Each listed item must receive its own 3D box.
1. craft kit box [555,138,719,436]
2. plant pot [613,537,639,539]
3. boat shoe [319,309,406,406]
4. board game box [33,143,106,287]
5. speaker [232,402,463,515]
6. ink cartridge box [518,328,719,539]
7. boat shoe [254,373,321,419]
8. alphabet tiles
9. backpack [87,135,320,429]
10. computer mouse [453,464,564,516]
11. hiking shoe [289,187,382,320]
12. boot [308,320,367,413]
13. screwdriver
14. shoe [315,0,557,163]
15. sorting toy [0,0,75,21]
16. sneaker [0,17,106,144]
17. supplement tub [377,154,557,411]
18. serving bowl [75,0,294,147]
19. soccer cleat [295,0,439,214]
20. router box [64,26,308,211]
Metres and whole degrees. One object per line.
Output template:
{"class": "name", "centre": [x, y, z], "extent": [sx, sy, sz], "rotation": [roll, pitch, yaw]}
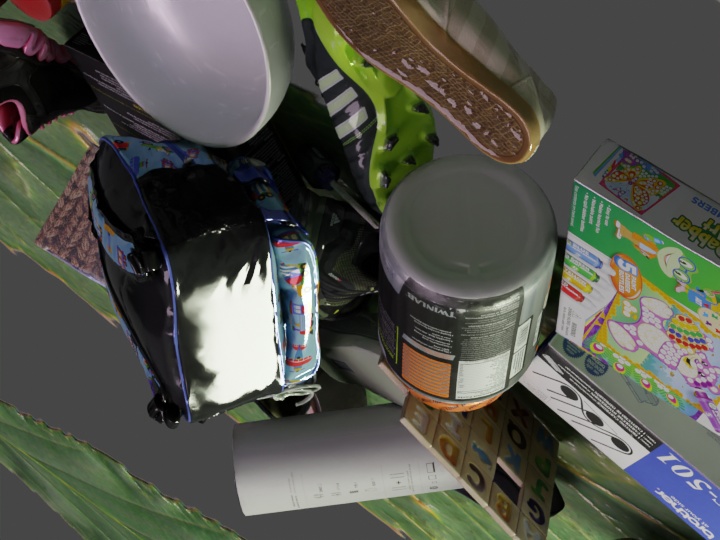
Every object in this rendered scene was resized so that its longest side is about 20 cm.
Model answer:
{"class": "craft kit box", "centre": [0.223, 0.030, 1.137], "extent": [0.197, 0.049, 0.200], "rotation": [30, 155, 19]}
{"class": "plant pot", "centre": [0.253, 0.319, 1.455], "extent": [0.174, 0.200, 0.200], "rotation": [44, 165, 46]}
{"class": "boat shoe", "centre": [0.018, 0.061, 1.479], "extent": [0.070, 0.072, 0.201], "rotation": [51, 163, -23]}
{"class": "board game box", "centre": [-0.153, -0.008, 1.497], "extent": [0.159, 0.097, 0.200], "rotation": [30, 179, 21]}
{"class": "speaker", "centre": [-0.007, 0.156, 1.469], "extent": [0.199, 0.081, 0.081], "rotation": [-8, 144, 4]}
{"class": "ink cartridge box", "centre": [0.215, 0.118, 1.303], "extent": [0.200, 0.044, 0.094], "rotation": [40, 159, 4]}
{"class": "boat shoe", "centre": [-0.070, 0.082, 1.449], "extent": [0.074, 0.062, 0.200], "rotation": [-2, 161, -1]}
{"class": "alphabet tiles", "centre": [0.088, 0.117, 1.388], "extent": [0.008, 0.167, 0.200], "rotation": [-35, 107, 26]}
{"class": "backpack", "centre": [-0.125, -0.012, 1.296], "extent": [0.200, 0.134, 0.183], "rotation": [-126, 26, -48]}
{"class": "computer mouse", "centre": [0.076, 0.169, 1.535], "extent": [0.200, 0.140, 0.046], "rotation": [23, 113, 45]}
{"class": "hiking shoe", "centre": [0.000, 0.000, 1.388], "extent": [0.100, 0.076, 0.200], "rotation": [12, 166, 13]}
{"class": "boot", "centre": [-0.095, 0.088, 1.714], "extent": [0.200, 0.069, 0.189], "rotation": [24, 152, 37]}
{"class": "screwdriver", "centre": [-0.019, -0.062, 1.283], "extent": [0.029, 0.028, 0.200], "rotation": [26, -171, -18]}
{"class": "shoe", "centre": [0.042, -0.150, 1.089], "extent": [0.200, 0.053, 0.070], "rotation": [44, 147, -2]}
{"class": "sorting toy", "centre": [-0.300, -0.280, 1.378], "extent": [0.198, 0.070, 0.200], "rotation": [5, 137, 55]}
{"class": "sneaker", "centre": [-0.275, -0.150, 1.466], "extent": [0.079, 0.096, 0.200], "rotation": [10, 176, 25]}
{"class": "supplement tub", "centre": [0.073, 0.017, 1.248], "extent": [0.122, 0.123, 0.200], "rotation": [34, 156, 17]}
{"class": "serving bowl", "centre": [-0.116, -0.189, 1.230], "extent": [0.200, 0.066, 0.201], "rotation": [31, 141, 29]}
{"class": "soccer cleat", "centre": [0.002, -0.124, 1.198], "extent": [0.081, 0.067, 0.200], "rotation": [36, 154, 41]}
{"class": "router box", "centre": [-0.139, -0.118, 1.415], "extent": [0.200, 0.051, 0.149], "rotation": [28, 155, 42]}
